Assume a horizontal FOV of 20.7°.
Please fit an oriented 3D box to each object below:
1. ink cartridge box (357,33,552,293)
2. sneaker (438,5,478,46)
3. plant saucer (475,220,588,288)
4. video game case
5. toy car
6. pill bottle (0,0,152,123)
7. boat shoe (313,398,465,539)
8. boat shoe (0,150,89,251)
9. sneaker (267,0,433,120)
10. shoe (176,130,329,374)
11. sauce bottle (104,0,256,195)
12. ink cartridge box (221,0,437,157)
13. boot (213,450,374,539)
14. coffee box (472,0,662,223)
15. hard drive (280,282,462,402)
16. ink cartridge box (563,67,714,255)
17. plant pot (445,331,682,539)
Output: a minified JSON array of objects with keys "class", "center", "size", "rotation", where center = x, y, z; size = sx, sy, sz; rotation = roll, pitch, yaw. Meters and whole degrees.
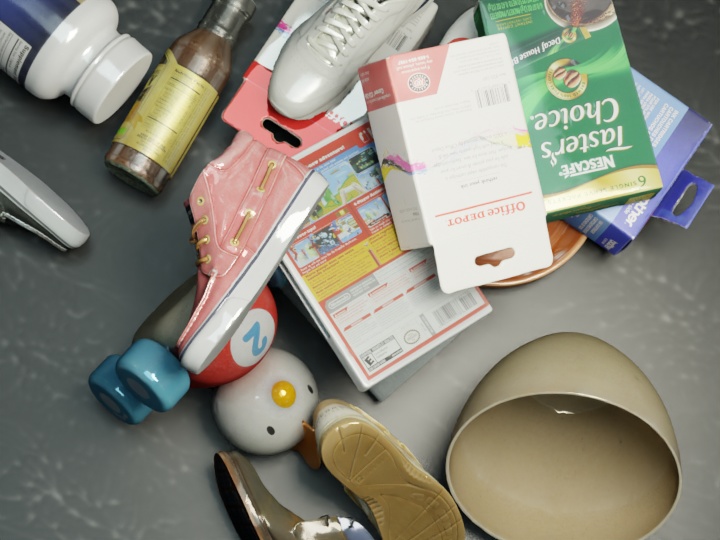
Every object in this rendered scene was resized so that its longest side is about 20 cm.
[{"class":"ink cartridge box","center":[0.081,-0.087,1.651],"size":[0.116,0.067,0.201],"rotation":[-14,92,-23]},{"class":"sneaker","center":[0.084,-0.159,1.750],"size":[0.067,0.108,0.202],"rotation":[29,78,1]},{"class":"plant saucer","center":[0.122,-0.082,1.810],"size":[0.199,0.032,0.201],"rotation":[1,80,-4]},{"class":"video game case","center":[0.003,-0.016,1.660],"size":[0.143,0.017,0.200],"rotation":[-30,84,-26]},{"class":"toy car","center":[-0.093,0.092,1.698],"size":[0.200,0.177,0.184],"rotation":[45,67,-8]},{"class":"pill bottle","center":[-0.288,-0.225,1.761],"size":[0.200,0.111,0.111],"rotation":[39,78,3]},{"class":"boat shoe","center":[0.024,0.181,1.704],"size":[0.074,0.069,0.200],"rotation":[-35,124,1]},{"class":"boat shoe","center":[-0.332,-0.075,1.757],"size":[0.200,0.069,0.057],"rotation":[38,97,4]},{"class":"sneaker","center":[-0.009,-0.218,1.731],"size":[0.076,0.081,0.200],"rotation":[41,80,2]},{"class":"shoe","center":[-0.113,-0.017,1.584],"size":[0.091,0.071,0.200],"rotation":[32,69,1]},{"class":"sauce bottle","center":[-0.159,-0.166,1.786],"size":[0.065,0.065,0.200],"rotation":[30,76,1]},{"class":"ink cartridge box","center":[-0.030,-0.183,1.797],"size":[0.116,0.067,0.200],"rotation":[33,78,2]},{"class":"boot","center":[-0.048,0.229,1.721],"size":[0.097,0.075,0.200],"rotation":[-30,93,-19]},{"class":"coffee box","center":[0.180,-0.148,1.713],"size":[0.123,0.044,0.201],"rotation":[-11,80,-7]},{"class":"hard drive","center":[0.000,0.000,1.738],"size":[0.200,0.033,0.140],"rotation":[48,122,2]},{"class":"ink cartridge box","center":[0.219,-0.110,1.771],"size":[0.200,0.076,0.137],"rotation":[35,78,1]},{"class":"plant pot","center":[0.179,0.132,1.710],"size":[0.200,0.201,0.135],"rotation":[14,42,-2]}]
